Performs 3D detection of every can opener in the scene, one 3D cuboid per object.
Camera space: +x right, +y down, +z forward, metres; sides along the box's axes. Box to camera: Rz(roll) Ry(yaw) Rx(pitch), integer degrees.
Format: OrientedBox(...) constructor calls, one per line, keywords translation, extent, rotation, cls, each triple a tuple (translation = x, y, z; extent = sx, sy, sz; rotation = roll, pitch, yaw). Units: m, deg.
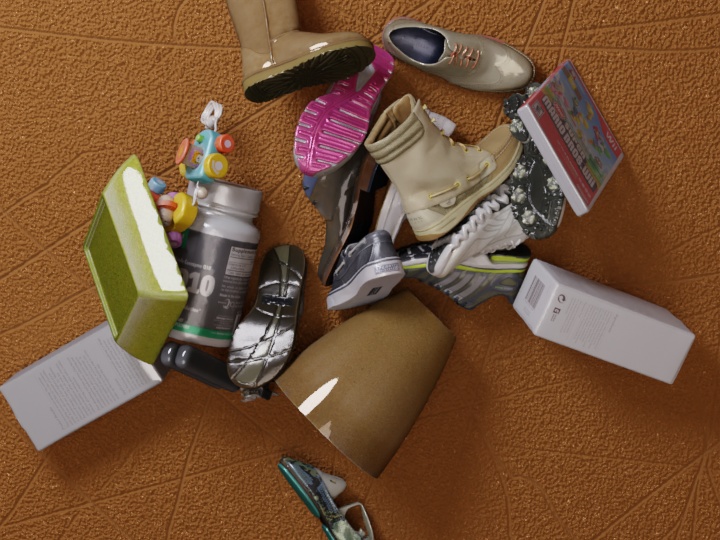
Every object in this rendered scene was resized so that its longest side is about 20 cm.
OrientedBox(translation=(-0.174, 0.125, 1.661), extent=(0.052, 0.199, 0.067), rotation=(4, 76, 38), cls="can opener")

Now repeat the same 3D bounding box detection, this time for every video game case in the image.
OrientedBox(translation=(0.255, -0.163, 1.553), extent=(0.017, 0.200, 0.144), rotation=(-26, 101, 31), cls="video game case")

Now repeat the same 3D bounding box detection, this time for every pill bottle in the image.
OrientedBox(translation=(-0.192, -0.013, 1.644), extent=(0.112, 0.113, 0.202), rotation=(13, 94, 0), cls="pill bottle")

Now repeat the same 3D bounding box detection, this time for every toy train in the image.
OrientedBox(translation=(-0.236, -0.116, 1.600), extent=(0.055, 0.151, 0.200), rotation=(21, 117, -37), cls="toy train")

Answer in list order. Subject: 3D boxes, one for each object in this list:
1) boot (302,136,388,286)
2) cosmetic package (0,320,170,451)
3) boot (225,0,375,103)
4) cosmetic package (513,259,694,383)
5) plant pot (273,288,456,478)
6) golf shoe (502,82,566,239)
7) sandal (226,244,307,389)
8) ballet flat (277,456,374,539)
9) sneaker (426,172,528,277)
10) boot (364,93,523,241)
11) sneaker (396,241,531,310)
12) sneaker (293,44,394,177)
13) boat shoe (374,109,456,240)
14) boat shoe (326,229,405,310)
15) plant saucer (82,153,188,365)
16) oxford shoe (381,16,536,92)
OrientedBox(translation=(-0.034, -0.085, 1.660), extent=(0.096, 0.075, 0.201), rotation=(29, 107, 18), cls="boot")
OrientedBox(translation=(-0.361, 0.141, 1.713), extent=(0.199, 0.071, 0.102), rotation=(-29, 99, 8), cls="cosmetic package")
OrientedBox(translation=(-0.082, -0.318, 1.552), extent=(0.173, 0.066, 0.202), rotation=(-14, 68, 9), cls="boot")
OrientedBox(translation=(0.302, 0.063, 1.617), extent=(0.198, 0.102, 0.072), rotation=(20, 104, -14), cls="cosmetic package")
OrientedBox(translation=(0.021, 0.126, 1.650), extent=(0.186, 0.186, 0.200), rotation=(43, 88, -6), cls="plant pot")
OrientedBox(translation=(0.228, -0.128, 1.573), extent=(0.077, 0.088, 0.202), rotation=(-16, 64, 35), cls="golf shoe")
OrientedBox(translation=(-0.113, 0.063, 1.659), extent=(0.081, 0.055, 0.202), rotation=(6, 63, 10), cls="sandal")
OrientedBox(translation=(-0.035, 0.319, 1.746), extent=(0.074, 0.074, 0.201), rotation=(-30, 101, 9), cls="ballet flat")
OrientedBox(translation=(0.164, -0.052, 1.606), extent=(0.200, 0.075, 0.081), rotation=(-42, 100, -20), cls="sneaker")
OrientedBox(translation=(0.103, -0.155, 1.573), extent=(0.200, 0.073, 0.156), rotation=(-44, 114, -23), cls="boot")
OrientedBox(translation=(0.119, 0.010, 1.661), extent=(0.198, 0.074, 0.082), rotation=(0, 106, 5), cls="sneaker")
OrientedBox(translation=(-0.022, -0.182, 1.580), extent=(0.081, 0.088, 0.201), rotation=(29, 58, 5), cls="sneaker")
OrientedBox(translation=(0.068, -0.101, 1.637), extent=(0.069, 0.071, 0.202), rotation=(19, 101, -1), cls="boat shoe")
OrientedBox(translation=(0.000, 0.000, 1.618), extent=(0.071, 0.200, 0.068), rotation=(-9, 77, -17), cls="boat shoe")
OrientedBox(translation=(-0.286, -0.006, 1.586), extent=(0.047, 0.200, 0.201), rotation=(-12, 68, -28), cls="plant saucer")
OrientedBox(translation=(0.120, -0.260, 1.598), extent=(0.198, 0.074, 0.072), rotation=(13, 103, 0), cls="oxford shoe")
